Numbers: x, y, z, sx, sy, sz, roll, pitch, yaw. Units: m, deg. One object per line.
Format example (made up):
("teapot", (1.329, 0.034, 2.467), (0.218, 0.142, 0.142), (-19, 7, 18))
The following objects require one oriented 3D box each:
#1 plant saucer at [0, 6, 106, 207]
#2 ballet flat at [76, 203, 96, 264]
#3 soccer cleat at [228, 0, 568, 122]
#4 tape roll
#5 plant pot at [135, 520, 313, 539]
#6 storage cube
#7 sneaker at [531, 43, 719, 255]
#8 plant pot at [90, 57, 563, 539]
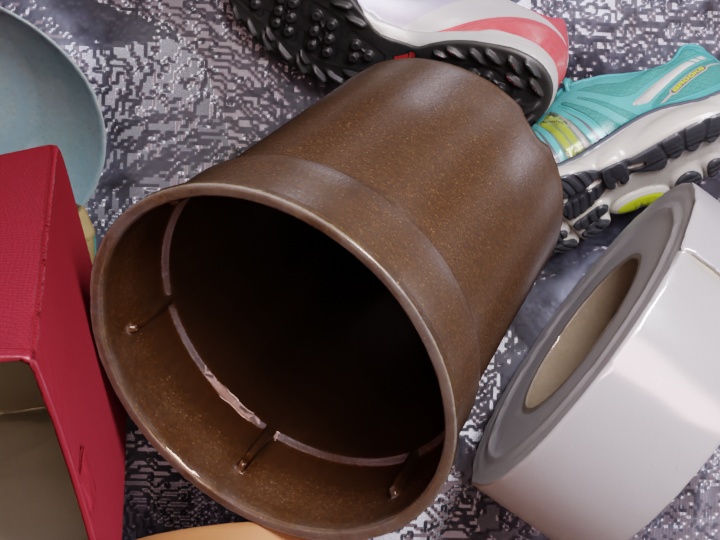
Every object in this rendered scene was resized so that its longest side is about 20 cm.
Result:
("plant saucer", (-0.236, -0.085, 0.931), (0.201, 0.201, 0.039), (2, 45, -5))
("ballet flat", (-0.239, 0.009, 0.943), (0.200, 0.069, 0.063), (-9, 110, 9))
("soccer cleat", (0.022, -0.142, 0.994), (0.200, 0.073, 0.068), (18, 132, 9))
("tape roll", (0.145, 0.052, 0.928), (0.071, 0.202, 0.203), (36, 86, -3))
("plant pot", (-0.058, 0.212, 0.922), (0.200, 0.200, 0.140), (-3, 74, -5))
("storage cube", (-0.213, 0.065, 0.843), (0.171, 0.180, 0.200), (-9, 125, 1))
("sneaker", (0.125, -0.067, 1.001), (0.200, 0.078, 0.080), (-22, 55, 3))
("plant pot", (0.000, 0.000, 0.889), (0.200, 0.200, 0.198), (47, 43, -3))
